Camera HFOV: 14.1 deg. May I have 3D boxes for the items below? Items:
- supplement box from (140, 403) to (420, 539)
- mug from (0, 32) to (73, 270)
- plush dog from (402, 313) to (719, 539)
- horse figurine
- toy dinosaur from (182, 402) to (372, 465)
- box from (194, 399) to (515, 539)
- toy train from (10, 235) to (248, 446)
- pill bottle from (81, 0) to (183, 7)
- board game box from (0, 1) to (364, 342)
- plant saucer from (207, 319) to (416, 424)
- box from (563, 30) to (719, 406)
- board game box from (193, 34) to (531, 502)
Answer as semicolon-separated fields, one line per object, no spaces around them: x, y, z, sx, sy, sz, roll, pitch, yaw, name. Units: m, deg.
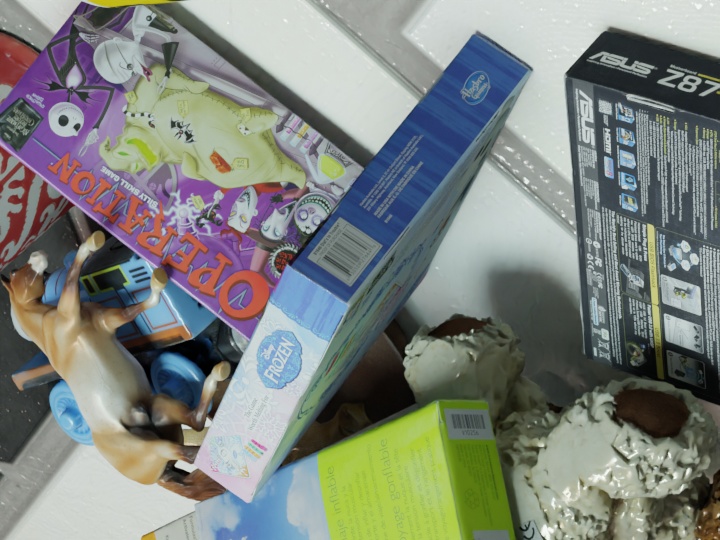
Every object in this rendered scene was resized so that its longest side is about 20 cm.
-0.011;0.166;1.713;0.199;0.074;0.126;-27;148;22;supplement box
-0.274;-0.027;1.780;0.133;0.200;0.177;44;142;-5;mug
0.125;0.122;1.613;0.199;0.171;0.162;20;100;42;plush dog
-0.131;0.062;1.678;0.200;0.050;0.132;54;138;2;horse figurine
-0.058;0.116;1.810;0.199;0.058;0.102;-5;111;32;toy dinosaur
-0.002;0.156;1.582;0.199;0.047;0.123;-25;70;42;box
-0.137;0.033;1.766;0.199;0.087;0.115;-16;108;48;toy train
-0.105;-0.197;1.536;0.199;0.114;0.115;-1;126;42;pill bottle
-0.102;-0.065;1.664;0.200;0.120;0.032;37;180;5;board game box
-0.039;0.050;1.788;0.199;0.035;0.201;23;138;22;plant saucer
0.188;-0.015;1.513;0.161;0.049;0.201;20;138;29;box
0.000;0.000;1.566;0.043;0.200;0.199;33;142;7;board game box
